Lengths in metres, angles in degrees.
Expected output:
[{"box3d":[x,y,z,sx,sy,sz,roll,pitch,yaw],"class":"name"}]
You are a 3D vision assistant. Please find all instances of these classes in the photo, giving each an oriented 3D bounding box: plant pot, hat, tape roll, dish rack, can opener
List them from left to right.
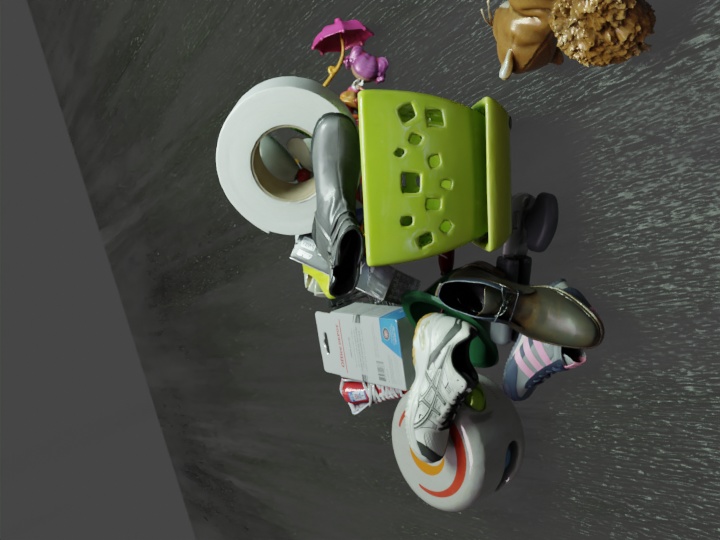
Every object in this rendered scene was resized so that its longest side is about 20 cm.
[{"box3d":[-0.095,-0.155,0.889,0.071,0.197,0.207,-92,3,-63],"class":"tape roll"},{"box3d":[0.015,0.081,1.174,0.199,0.054,0.157,-27,85,54],"class":"dish rack"},{"box3d":[0.089,-0.115,0.812,0.200,0.176,0.205,-74,-19,-83],"class":"plant pot"},{"box3d":[0.166,0.015,0.960,0.163,0.178,0.201,20,154,35],"class":"hat"},{"box3d":[0.205,0.000,0.837,0.066,0.052,0.205,27,116,51],"class":"can opener"}]

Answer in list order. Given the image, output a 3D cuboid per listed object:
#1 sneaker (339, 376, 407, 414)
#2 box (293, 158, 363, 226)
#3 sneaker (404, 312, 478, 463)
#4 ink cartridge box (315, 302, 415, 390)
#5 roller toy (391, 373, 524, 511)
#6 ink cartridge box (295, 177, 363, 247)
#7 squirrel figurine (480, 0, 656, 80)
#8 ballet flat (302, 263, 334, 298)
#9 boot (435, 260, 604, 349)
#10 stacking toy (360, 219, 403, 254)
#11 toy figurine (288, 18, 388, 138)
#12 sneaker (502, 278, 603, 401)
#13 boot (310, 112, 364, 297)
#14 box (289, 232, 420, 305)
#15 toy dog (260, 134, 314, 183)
[{"box3d":[0.040,0.204,1.140,0.198,0.111,0.073,-14,95,56],"class":"sneaker"},{"box3d":[-0.082,-0.117,1.056,0.200,0.117,0.042,46,133,35],"class":"box"},{"box3d":[0.113,0.162,0.863,0.086,0.075,0.206,6,97,34],"class":"sneaker"},{"box3d":[0.017,0.120,1.085,0.197,0.066,0.119,4,107,46],"class":"ink cartridge box"},{"box3d":[0.148,0.255,0.986,0.199,0.138,0.187,-32,72,46],"class":"roller toy"},{"box3d":[-0.058,-0.113,1.157,0.199,0.049,0.112,-34,56,55],"class":"ink cartridge box"},{"box3d":[0.203,-0.281,0.670,0.201,0.139,0.189,48,146,33],"class":"squirrel figurine"},{"box3d":[-0.075,0.013,1.208,0.199,0.065,0.069,23,95,69],"class":"ballet flat"},{"box3d":[0.183,0.051,0.773,0.197,0.096,0.077,24,113,35],"class":"boot"},{"box3d":[0.036,-0.067,1.063,0.199,0.084,0.087,-19,90,63],"class":"stacking toy"},{"box3d":[-0.023,-0.283,0.996,0.196,0.150,0.187,26,100,0],"class":"toy figurine"},{"box3d":[0.246,0.114,0.844,0.082,0.069,0.203,45,139,36],"class":"sneaker"},{"box3d":[-0.020,-0.080,0.807,0.133,0.068,0.204,-113,19,-56],"class":"boot"},{"box3d":[0.000,0.000,0.999,0.155,0.200,0.051,24,91,16],"class":"box"},{"box3d":[-0.111,-0.182,0.979,0.132,0.195,0.099,-131,50,-75],"class":"toy dog"}]
